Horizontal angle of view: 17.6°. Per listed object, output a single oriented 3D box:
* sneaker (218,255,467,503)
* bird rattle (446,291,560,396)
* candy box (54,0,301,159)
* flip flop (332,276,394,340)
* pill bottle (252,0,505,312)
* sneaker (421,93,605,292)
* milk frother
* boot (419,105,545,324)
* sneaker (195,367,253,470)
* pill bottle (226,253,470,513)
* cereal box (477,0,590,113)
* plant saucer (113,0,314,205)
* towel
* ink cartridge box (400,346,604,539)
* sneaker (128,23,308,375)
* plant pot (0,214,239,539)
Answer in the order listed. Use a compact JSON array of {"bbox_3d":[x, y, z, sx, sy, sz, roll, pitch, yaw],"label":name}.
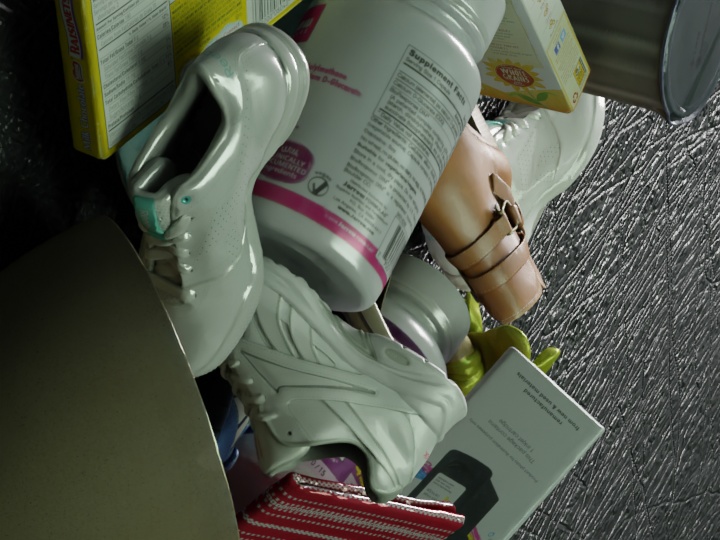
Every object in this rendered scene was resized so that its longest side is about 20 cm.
[{"bbox_3d":[-0.044,0.060,1.298,0.100,0.199,0.078,-59,176,-16],"label":"sneaker"},{"bbox_3d":[0.038,0.103,1.657,0.163,0.112,0.201,31,92,-50],"label":"bird rattle"},{"bbox_3d":[-0.087,-0.151,1.228,0.200,0.026,0.103,-44,141,-41],"label":"candy box"},{"bbox_3d":[0.000,0.000,1.412,0.057,0.201,0.081,-24,152,-8],"label":"flip flop"},{"bbox_3d":[0.000,-0.088,1.329,0.201,0.113,0.113,-63,151,-18],"label":"pill bottle"},{"bbox_3d":[0.107,-0.087,1.664,0.089,0.075,0.201,50,61,-40],"label":"sneaker"},{"bbox_3d":[0.125,-0.199,1.490,0.200,0.187,0.182,-13,116,-59],"label":"milk frother"},{"bbox_3d":[0.063,-0.035,1.513,0.155,0.073,0.200,67,27,-4],"label":"boot"},{"bbox_3d":[-0.088,0.076,1.383,0.201,0.074,0.082,-61,152,-18],"label":"sneaker"},{"bbox_3d":[-0.013,0.083,1.495,0.200,0.112,0.113,-51,146,-33],"label":"pill bottle"},{"bbox_3d":[0.049,-0.173,1.419,0.040,0.143,0.200,-65,152,-19],"label":"cereal box"},{"bbox_3d":[-0.090,-0.120,1.311,0.201,0.039,0.202,-39,138,-47],"label":"plant saucer"},{"bbox_3d":[-0.052,0.180,1.409,0.144,0.200,0.023,15,48,-40],"label":"towel"},{"bbox_3d":[0.065,0.153,1.543,0.200,0.083,0.146,-48,175,0],"label":"ink cartridge box"},{"bbox_3d":[-0.092,-0.030,1.212,0.088,0.075,0.201,-27,137,-57],"label":"sneaker"},{"bbox_3d":[-0.160,0.087,1.185,0.134,0.201,0.201,-19,131,-15],"label":"plant pot"}]
